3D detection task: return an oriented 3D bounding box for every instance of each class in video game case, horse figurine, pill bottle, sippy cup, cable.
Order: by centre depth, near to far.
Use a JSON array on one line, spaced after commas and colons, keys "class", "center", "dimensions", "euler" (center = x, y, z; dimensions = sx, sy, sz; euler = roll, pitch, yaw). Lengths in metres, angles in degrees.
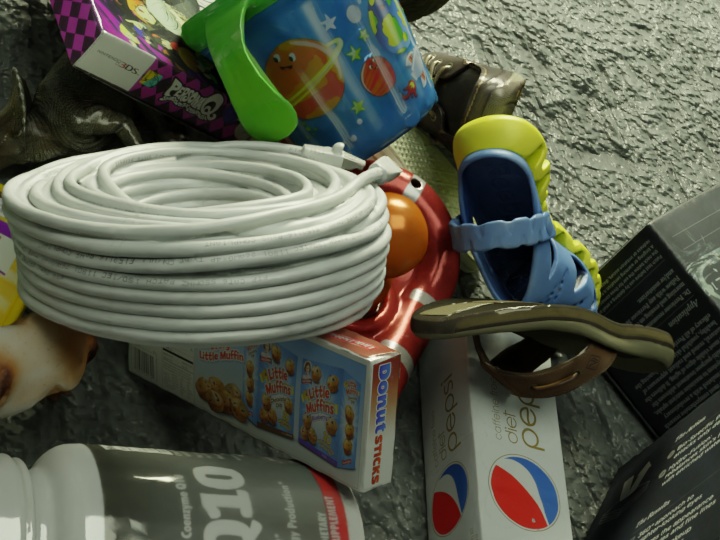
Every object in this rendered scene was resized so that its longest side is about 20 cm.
[{"class": "horse figurine", "center": [-0.190, 0.059, 0.672], "dimensions": [0.200, 0.132, 0.050], "euler": [-25, 94, -63]}, {"class": "pill bottle", "center": [-0.108, 0.146, 0.675], "dimensions": [0.199, 0.114, 0.114], "euler": [8, 52, -27]}, {"class": "cable", "center": [-0.083, -0.019, 0.710], "dimensions": [0.199, 0.070, 0.200], "euler": [5, 18, 7]}, {"class": "sippy cup", "center": [-0.022, -0.134, 0.852], "dimensions": [0.178, 0.139, 0.131], "euler": [-38, 103, -21]}, {"class": "video game case", "center": [-0.137, -0.177, 0.906], "dimensions": [0.181, 0.036, 0.201], "euler": [23, 33, -46]}]

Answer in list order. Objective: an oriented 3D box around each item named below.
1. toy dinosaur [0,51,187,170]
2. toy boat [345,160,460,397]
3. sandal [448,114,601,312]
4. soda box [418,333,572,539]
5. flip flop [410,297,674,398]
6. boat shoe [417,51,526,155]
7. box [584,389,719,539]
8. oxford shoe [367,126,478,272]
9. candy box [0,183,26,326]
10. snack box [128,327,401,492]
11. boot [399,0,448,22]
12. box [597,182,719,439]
[{"class": "toy dinosaur", "center": [-0.163, -0.109, 0.870], "dimensions": [0.102, 0.077, 0.200], "euler": [51, 49, -6]}, {"class": "toy boat", "center": [0.000, 0.000, 0.846], "dimensions": [0.130, 0.131, 0.200], "euler": [35, 45, -3]}, {"class": "sandal", "center": [0.105, -0.005, 0.908], "dimensions": [0.200, 0.079, 0.087], "euler": [56, 37, -39]}, {"class": "soda box", "center": [0.083, 0.123, 0.849], "dimensions": [0.068, 0.064, 0.201], "euler": [17, 48, -21]}, {"class": "flip flop", "center": [0.118, 0.052, 0.839], "dimensions": [0.199, 0.081, 0.058], "euler": [14, 83, -39]}, {"class": "boat shoe", "center": [0.067, -0.117, 0.976], "dimensions": [0.073, 0.075, 0.200], "euler": [23, 3, -3]}, {"class": "box", "center": [0.221, 0.170, 0.804], "dimensions": [0.117, 0.197, 0.200], "euler": [39, 44, 0]}, {"class": "oxford shoe", "center": [0.017, -0.072, 0.972], "dimensions": [0.200, 0.058, 0.075], "euler": [45, 32, -15]}, {"class": "candy box", "center": [-0.275, -0.035, 0.776], "dimensions": [0.199, 0.026, 0.103], "euler": [28, 49, -11]}, {"class": "snack box", "center": [-0.059, 0.050, 0.734], "dimensions": [0.024, 0.072, 0.199], "euler": [-12, 24, -43]}, {"class": "boot", "center": [-0.029, -0.287, 1.040], "dimensions": [0.174, 0.066, 0.201], "euler": [-9, 76, -26]}, {"class": "box", "center": [0.290, 0.043, 1.003], "dimensions": [0.200, 0.124, 0.197], "euler": [-25, 74, -42]}]
